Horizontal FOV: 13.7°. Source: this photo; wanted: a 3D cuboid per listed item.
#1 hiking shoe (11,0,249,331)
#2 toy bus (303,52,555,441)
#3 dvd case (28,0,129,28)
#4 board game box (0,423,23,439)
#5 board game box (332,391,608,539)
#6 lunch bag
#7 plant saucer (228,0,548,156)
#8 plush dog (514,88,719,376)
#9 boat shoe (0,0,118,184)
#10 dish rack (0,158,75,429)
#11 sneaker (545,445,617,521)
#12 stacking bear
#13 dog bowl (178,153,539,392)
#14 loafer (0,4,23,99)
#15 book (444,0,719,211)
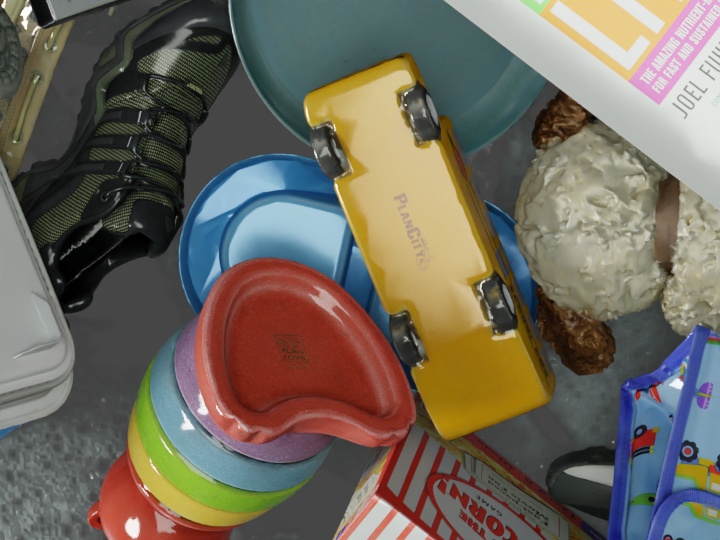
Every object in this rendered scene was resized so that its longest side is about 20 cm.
[{"bbox_3d":[-0.115,-0.055,1.617,0.200,0.076,0.101,-52,49,12],"label":"hiking shoe"},{"bbox_3d":[0.038,-0.014,1.579,0.065,0.078,0.200,-21,97,12],"label":"toy bus"},{"bbox_3d":[-0.110,-0.228,1.591,0.200,0.025,0.151,-23,96,-33],"label":"dvd case"},{"bbox_3d":[-0.283,0.034,1.584,0.056,0.196,0.200,-29,95,27],"label":"board game box"},{"bbox_3d":[0.065,0.151,1.586,0.151,0.200,0.046,38,105,-3],"label":"board game box"},{"bbox_3d":[0.204,0.154,1.543,0.150,0.094,0.200,21,59,-14],"label":"lunch bag"},{"bbox_3d":[0.020,-0.154,1.621,0.200,0.027,0.200,-3,99,-19],"label":"plant saucer"},{"bbox_3d":[0.167,-0.023,1.591,0.171,0.160,0.200,1,96,1],"label":"plush dog"},{"bbox_3d":[-0.168,-0.139,1.636,0.063,0.073,0.200,32,106,-7],"label":"boat shoe"},{"bbox_3d":[-0.236,-0.010,1.535,0.171,0.044,0.200,-15,77,-40],"label":"dish rack"},{"bbox_3d":[0.192,0.158,1.648,0.200,0.074,0.085,19,96,-1],"label":"sneaker"},{"bbox_3d":[-0.076,0.093,1.604,0.121,0.200,0.114,4,53,-32],"label":"stacking bear"},{"bbox_3d":[0.000,0.000,1.651,0.200,0.050,0.112,13,95,-1],"label":"dog bowl"},{"bbox_3d":[-0.267,-0.135,1.534,0.200,0.075,0.070,26,135,-20],"label":"loafer"},{"bbox_3d":[0.138,-0.138,1.441,0.200,0.048,0.134,36,99,-4],"label":"book"}]
